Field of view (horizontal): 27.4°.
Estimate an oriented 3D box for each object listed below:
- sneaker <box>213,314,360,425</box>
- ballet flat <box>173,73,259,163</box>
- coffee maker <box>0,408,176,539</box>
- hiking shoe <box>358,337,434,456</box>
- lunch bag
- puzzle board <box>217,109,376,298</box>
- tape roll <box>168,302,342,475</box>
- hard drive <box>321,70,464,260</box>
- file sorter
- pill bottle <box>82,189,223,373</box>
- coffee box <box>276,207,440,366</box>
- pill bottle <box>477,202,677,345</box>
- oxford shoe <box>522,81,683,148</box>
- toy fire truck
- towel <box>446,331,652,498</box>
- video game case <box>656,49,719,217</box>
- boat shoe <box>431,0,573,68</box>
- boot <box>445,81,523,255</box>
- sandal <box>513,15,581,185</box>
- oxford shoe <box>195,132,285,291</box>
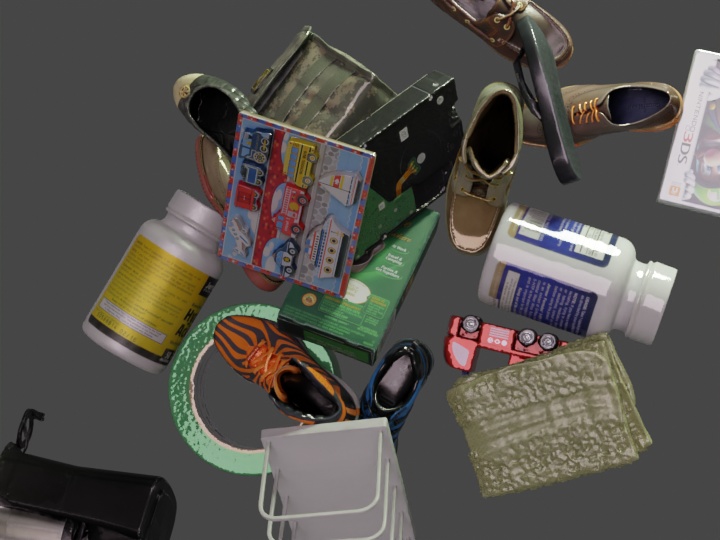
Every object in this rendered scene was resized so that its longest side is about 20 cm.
[{"bbox_3d":[-0.090,0.106,1.642,0.200,0.112,0.078,31,89,17],"label":"sneaker"},{"bbox_3d":[-0.151,-0.167,1.646,0.200,0.057,0.067,41,109,37],"label":"ballet flat"},{"bbox_3d":[-0.321,0.269,1.706,0.200,0.135,0.192,8,86,9],"label":"coffee maker"},{"bbox_3d":[0.017,0.167,1.684,0.074,0.087,0.200,22,89,10],"label":"hiking shoe"},{"bbox_3d":[-0.063,-0.181,1.702,0.164,0.118,0.200,-52,49,3],"label":"lunch bag"},{"bbox_3d":[-0.072,-0.065,1.580,0.151,0.017,0.200,19,131,7],"label":"puzzle board"},{"bbox_3d":[-0.123,0.139,1.730,0.200,0.048,0.201,-1,85,8],"label":"tape roll"},{"bbox_3d":[0.035,-0.115,1.645,0.200,0.140,0.038,-39,47,-26],"label":"hard drive"},{"bbox_3d":[-0.024,0.278,1.610,0.139,0.200,0.125,-6,42,9],"label":"file sorter"},{"bbox_3d":[-0.229,0.010,1.725,0.111,0.111,0.200,31,91,10],"label":"pill bottle"},{"bbox_3d":[0.000,0.000,1.684,0.123,0.044,0.200,20,62,10],"label":"coffee box"},{"bbox_3d":[0.242,0.010,1.645,0.200,0.120,0.120,20,88,10],"label":"pill bottle"},{"bbox_3d":[0.262,-0.183,1.678,0.200,0.073,0.071,-10,85,17],"label":"oxford shoe"},{"bbox_3d":[0.184,0.136,1.679,0.200,0.049,0.141,13,89,11],"label":"toy fire truck"},{"bbox_3d":[0.206,0.163,1.627,0.200,0.036,0.149,-20,87,15],"label":"towel"},{"bbox_3d":[0.455,-0.142,1.673,0.200,0.023,0.182,14,88,10],"label":"video game case"},{"bbox_3d":[0.156,-0.299,1.712,0.200,0.070,0.070,30,87,9],"label":"boat shoe"},{"bbox_3d":[0.135,-0.105,1.615,0.072,0.155,0.200,14,100,2],"label":"boot"},{"bbox_3d":[0.198,-0.190,1.639,0.043,0.076,0.200,-17,75,21],"label":"sandal"},{"bbox_3d":[-0.120,-0.080,1.686,0.075,0.070,0.200,-33,82,34],"label":"oxford shoe"}]
